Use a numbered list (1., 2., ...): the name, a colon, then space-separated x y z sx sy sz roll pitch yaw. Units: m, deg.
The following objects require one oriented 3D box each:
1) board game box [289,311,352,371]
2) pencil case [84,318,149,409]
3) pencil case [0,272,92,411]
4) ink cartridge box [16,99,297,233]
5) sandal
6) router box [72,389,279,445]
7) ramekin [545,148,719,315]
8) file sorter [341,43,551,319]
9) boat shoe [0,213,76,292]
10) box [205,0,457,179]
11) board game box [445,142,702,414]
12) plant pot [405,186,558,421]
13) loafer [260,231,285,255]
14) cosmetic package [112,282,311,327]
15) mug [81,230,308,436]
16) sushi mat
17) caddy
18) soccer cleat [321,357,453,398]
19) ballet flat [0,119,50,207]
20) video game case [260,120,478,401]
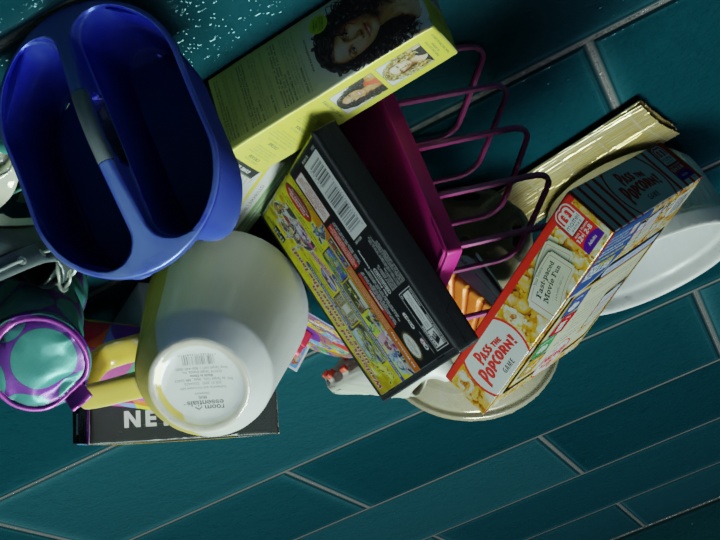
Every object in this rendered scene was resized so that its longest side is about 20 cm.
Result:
1. board game box: -0.099 0.051 1.097 0.199 0.039 0.158 30 165 -11
2. pencil case: -0.249 0.090 1.100 0.198 0.089 0.089 8 153 7
3. pencil case: -0.269 0.044 0.962 0.085 0.200 0.093 -38 113 1
4. ink cartridge box: -0.172 -0.074 0.964 0.198 0.048 0.146 1 147 -36
5. sandal: 0.083 0.006 1.029 0.059 0.207 0.079 -37 168 -36
6. router box: -0.201 0.158 1.215 0.198 0.052 0.149 -1 172 -20
7. ramekin: 0.292 -0.043 1.209 0.198 0.106 0.201 -18 157 -8
8. file sorter: 0.076 -0.071 0.951 0.124 0.202 0.139 -12 151 -18
9. boat shoe: -0.261 -0.006 0.898 0.072 0.062 0.200 -28 169 24
10. box: -0.029 -0.154 0.875 0.199 0.076 0.050 -30 152 19
11. board game box: 0.164 0.007 0.876 0.151 0.046 0.201 -26 152 -47
12. plant pot: 0.110 0.021 1.173 0.198 0.202 0.184 -15 141 -4
13. loafer: -0.032 -0.027 1.101 0.073 0.072 0.200 14 139 -45
14. cosmetic package: -0.171 0.075 1.225 0.198 0.052 0.151 3 148 -34
15. mug: -0.135 0.075 0.966 0.149 0.153 0.187 38 109 -13
16. sushi mat: 0.225 -0.106 1.173 0.199 0.012 0.095 -33 150 27
17. caddy: -0.169 -0.087 0.791 0.140 0.202 0.105 -26 167 6
18. soccer cleat: 0.024 0.102 1.147 0.077 0.070 0.200 39 155 -12
19. ballet flat: -0.320 -0.058 0.875 0.199 0.071 0.067 -29 137 20
20. video game case: 0.000 0.000 0.925 0.025 0.201 0.181 -31 174 -25
